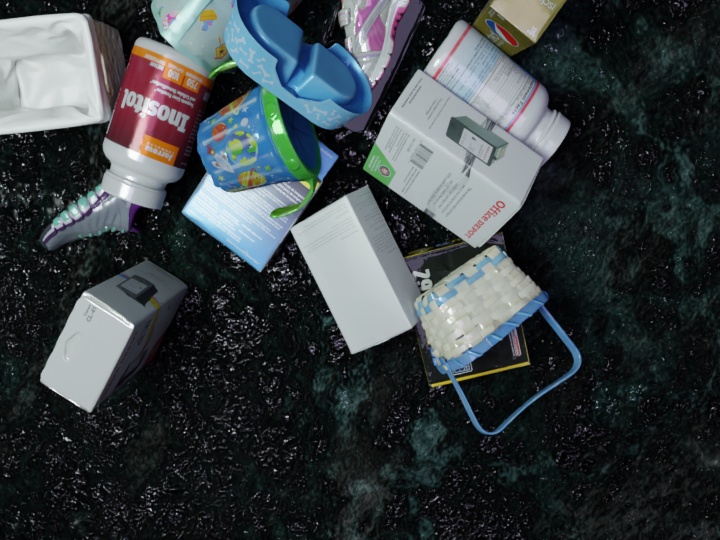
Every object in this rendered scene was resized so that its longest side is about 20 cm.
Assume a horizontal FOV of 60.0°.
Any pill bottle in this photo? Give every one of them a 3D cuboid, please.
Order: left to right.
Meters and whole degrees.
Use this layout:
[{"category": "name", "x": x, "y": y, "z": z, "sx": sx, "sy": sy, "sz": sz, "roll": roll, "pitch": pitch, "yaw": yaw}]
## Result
[{"category": "pill bottle", "x": -0.277, "y": -0.193, "z": 0.840, "sx": 0.110, "sy": 0.113, "sz": 0.205, "roll": 20, "pitch": 96, "yaw": -1}, {"category": "pill bottle", "x": 0.176, "y": -0.225, "z": 0.829, "sx": 0.198, "sy": 0.109, "sz": 0.110, "roll": 37, "pitch": 103, "yaw": -5}]

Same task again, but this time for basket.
[{"category": "basket", "x": -0.427, "y": -0.264, "z": 0.855, "sx": 0.194, "sy": 0.124, "sz": 0.140, "roll": -4, "pitch": 104, "yaw": 6}, {"category": "basket", "x": 0.179, "y": 0.086, "z": 0.825, "sx": 0.174, "sy": 0.139, "sz": 0.203, "roll": -30, "pitch": 80, "yaw": -16}]

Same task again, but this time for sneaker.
[{"category": "sneaker", "x": -0.381, "y": -0.072, "z": 0.924, "sx": 0.198, "sy": 0.075, "sz": 0.088, "roll": -35, "pitch": 104, "yaw": 10}, {"category": "sneaker", "x": 0.007, "y": -0.317, "z": 0.821, "sx": 0.086, "sy": 0.081, "sz": 0.205, "roll": 19, "pitch": 96, "yaw": -6}]

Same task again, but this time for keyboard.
[{"category": "keyboard", "x": -0.005, "y": -0.306, "z": 0.869, "sx": 0.125, "sy": 0.021, "sz": 0.203, "roll": 26, "pitch": 103, "yaw": -8}]

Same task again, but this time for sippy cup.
[{"category": "sippy cup", "x": -0.134, "y": -0.165, "z": 0.800, "sx": 0.127, "sy": 0.139, "sz": 0.183, "roll": -17, "pitch": 76, "yaw": 15}]

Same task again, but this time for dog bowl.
[{"category": "dog bowl", "x": -0.074, "y": -0.244, "z": 0.739, "sx": 0.198, "sy": 0.114, "sz": 0.049, "roll": 30, "pitch": 135, "yaw": -29}]

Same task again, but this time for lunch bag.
[{"category": "lunch bag", "x": -0.164, "y": -0.344, "z": 0.779, "sx": 0.170, "sy": 0.200, "sz": 0.122, "roll": -43, "pitch": 98, "yaw": 13}]

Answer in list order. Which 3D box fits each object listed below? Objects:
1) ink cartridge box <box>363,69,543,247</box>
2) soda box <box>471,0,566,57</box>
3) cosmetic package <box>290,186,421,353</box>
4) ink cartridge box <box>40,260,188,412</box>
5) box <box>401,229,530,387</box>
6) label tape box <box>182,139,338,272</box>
[{"category": "ink cartridge box", "x": 0.117, "y": -0.139, "z": 0.823, "sx": 0.198, "sy": 0.146, "sz": 0.085, "roll": 35, "pitch": 66, "yaw": -1}, {"category": "soda box", "x": 0.186, "y": -0.312, "z": 0.761, "sx": 0.067, "sy": 0.200, "sz": 0.065, "roll": 36, "pitch": 103, "yaw": -5}, {"category": "cosmetic package", "x": 0.000, "y": 0.000, "z": 0.883, "sx": 0.111, "sy": 0.081, "sz": 0.204, "roll": -23, "pitch": 96, "yaw": 30}, {"category": "ink cartridge box", "x": -0.342, "y": 0.085, "z": 0.890, "sx": 0.084, "sy": 0.200, "sz": 0.150, "roll": 31, "pitch": 104, "yaw": -4}, {"category": "box", "x": 0.154, "y": 0.056, "z": 0.928, "sx": 0.155, "sy": 0.049, "sz": 0.205, "roll": -13, "pitch": 102, "yaw": 9}, {"category": "label tape box", "x": -0.141, "y": -0.124, "z": 0.898, "sx": 0.142, "sy": 0.066, "sz": 0.202, "roll": 36, "pitch": 97, "yaw": -5}]
